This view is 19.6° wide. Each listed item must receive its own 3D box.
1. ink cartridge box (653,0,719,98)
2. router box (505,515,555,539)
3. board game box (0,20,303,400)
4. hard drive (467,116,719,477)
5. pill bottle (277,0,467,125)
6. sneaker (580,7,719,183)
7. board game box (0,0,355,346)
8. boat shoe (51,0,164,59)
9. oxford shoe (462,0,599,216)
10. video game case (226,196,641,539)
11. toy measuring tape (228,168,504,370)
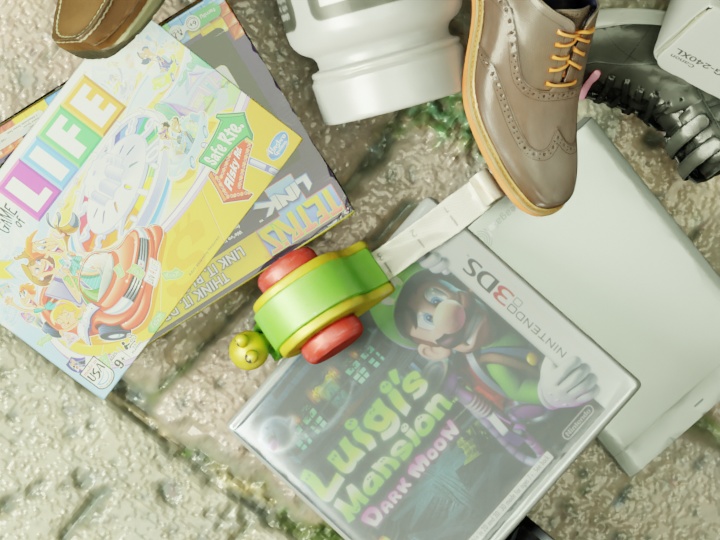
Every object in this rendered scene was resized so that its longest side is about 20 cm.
[{"bbox_3d":[0.286,-0.197,1.313,0.145,0.083,0.200,25,67,-10],"label":"ink cartridge box"},{"bbox_3d":[0.080,0.236,1.287,0.157,0.200,0.052,-44,100,-3],"label":"router box"},{"bbox_3d":[-0.148,-0.042,1.260,0.134,0.034,0.200,37,88,-10],"label":"board game box"},{"bbox_3d":[0.163,0.018,1.373,0.132,0.026,0.200,-41,99,-4],"label":"hard drive"},{"bbox_3d":[-0.002,-0.198,1.288,0.114,0.114,0.200,-16,97,-7],"label":"pill bottle"},{"bbox_3d":[0.188,-0.108,1.332,0.200,0.071,0.099,0,72,-12],"label":"sneaker"},{"bbox_3d":[-0.130,-0.055,1.308,0.200,0.057,0.166,-32,100,-6],"label":"board game box"},{"bbox_3d":[-0.141,-0.223,1.227,0.074,0.076,0.200,36,65,-44],"label":"boat shoe"},{"bbox_3d":[0.107,-0.131,1.260,0.071,0.073,0.200,-17,101,-37],"label":"oxford shoe"},{"bbox_3d":[0.045,0.086,1.325,0.182,0.023,0.200,42,94,9],"label":"video game case"},{"bbox_3d":[0.000,0.000,1.291,0.200,0.074,0.074,-35,98,6],"label":"toy measuring tape"}]
